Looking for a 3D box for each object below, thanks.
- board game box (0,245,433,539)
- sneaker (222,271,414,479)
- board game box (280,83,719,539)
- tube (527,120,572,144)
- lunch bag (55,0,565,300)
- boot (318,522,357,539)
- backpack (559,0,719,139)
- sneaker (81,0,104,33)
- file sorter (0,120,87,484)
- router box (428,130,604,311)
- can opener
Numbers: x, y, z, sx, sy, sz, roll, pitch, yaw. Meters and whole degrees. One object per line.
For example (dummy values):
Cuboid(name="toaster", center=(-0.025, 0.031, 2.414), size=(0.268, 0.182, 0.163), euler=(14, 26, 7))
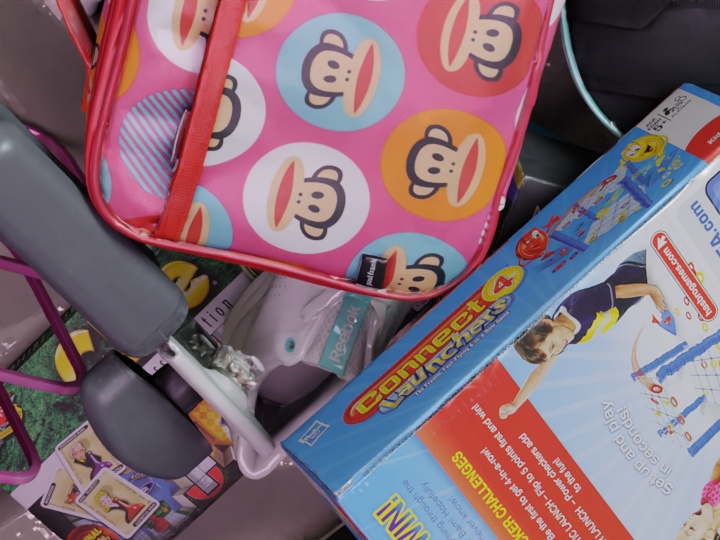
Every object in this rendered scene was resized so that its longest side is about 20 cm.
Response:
Cuboid(name="board game box", center=(-0.072, 0.038, 1.168), size=(0.105, 0.023, 0.200), euler=(42, 108, -13))
Cuboid(name="sneaker", center=(0.000, 0.000, 1.068), size=(0.075, 0.089, 0.201), euler=(21, 126, -8))
Cuboid(name="board game box", center=(0.106, 0.072, 0.991), size=(0.196, 0.056, 0.200), euler=(-41, 118, -6))
Cuboid(name="tube", center=(0.091, -0.017, 1.128), size=(0.199, 0.051, 0.077), euler=(29, 137, -13))
Cuboid(name="lunch bag", center=(-0.020, -0.100, 0.959), size=(0.175, 0.082, 0.201), euler=(13, 114, -6))
Cuboid(name="boot", center=(0.060, 0.151, 1.192), size=(0.200, 0.073, 0.144), euler=(-35, 118, 11))
Cuboid(name="backpack", center=(0.172, -0.121, 1.021), size=(0.199, 0.153, 0.177), euler=(1, 113, 3))
Cuboid(name="sneaker", center=(-0.012, -0.108, 1.055), size=(0.199, 0.114, 0.073), euler=(-9, 111, 4))
Cuboid(name="file sorter", center=(-0.193, 0.040, 1.098), size=(0.125, 0.139, 0.201), euler=(17, 114, -33))
Cuboid(name="router box", center=(0.122, 0.048, 1.078), size=(0.199, 0.052, 0.158), euler=(16, 113, -13))
Cuboid(name="can opener", center=(-0.095, 0.014, 1.009), size=(0.066, 0.053, 0.200), euler=(-40, 131, -4))
